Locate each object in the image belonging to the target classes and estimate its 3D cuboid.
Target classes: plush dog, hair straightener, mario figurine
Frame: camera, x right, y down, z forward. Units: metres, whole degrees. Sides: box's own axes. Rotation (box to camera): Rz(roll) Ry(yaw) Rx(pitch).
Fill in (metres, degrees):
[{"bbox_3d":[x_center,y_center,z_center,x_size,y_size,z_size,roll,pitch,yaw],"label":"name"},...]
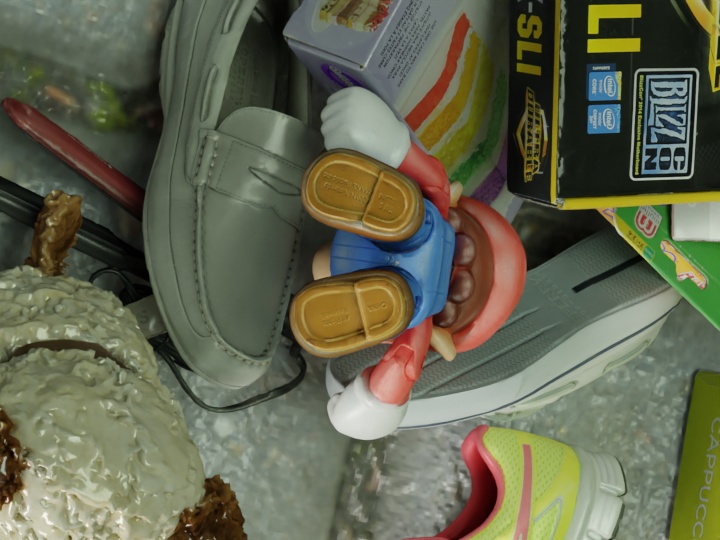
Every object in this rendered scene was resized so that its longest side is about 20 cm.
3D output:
[{"bbox_3d":[-0.124,0.066,1.215,0.199,0.172,0.161,17,103,-28],"label":"plush dog"},{"bbox_3d":[-0.103,0.005,1.324,0.200,0.041,0.077,35,95,-30],"label":"hair straightener"},{"bbox_3d":[0.000,0.000,1.266,0.106,0.200,0.124,42,94,12],"label":"mario figurine"}]

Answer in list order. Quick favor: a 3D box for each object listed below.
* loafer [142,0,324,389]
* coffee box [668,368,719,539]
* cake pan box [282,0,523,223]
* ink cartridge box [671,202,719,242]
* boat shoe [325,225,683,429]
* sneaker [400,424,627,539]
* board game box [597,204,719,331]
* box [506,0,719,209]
[{"bbox_3d":[-0.052,-0.047,1.279,0.070,0.070,0.201,21,55,-39],"label":"loafer"},{"bbox_3d":[0.277,0.164,1.430,0.197,0.200,0.201,10,88,-27],"label":"coffee box"},{"bbox_3d":[0.061,-0.137,1.336,0.201,0.052,0.184,-60,151,-14],"label":"cake pan box"},{"bbox_3d":[0.227,-0.105,1.409,0.175,0.045,0.202,3,83,-11],"label":"ink cartridge box"},{"bbox_3d":[0.073,0.043,1.390,0.199,0.074,0.067,-18,140,-24],"label":"boat shoe"},{"bbox_3d":[0.048,0.164,1.389,0.090,0.078,0.201,28,74,-17],"label":"sneaker"},{"bbox_3d":[0.174,-0.065,1.422,0.095,0.030,0.201,42,49,-23],"label":"board game box"},{"bbox_3d":[0.144,-0.132,1.284,0.159,0.049,0.202,-3,99,-25],"label":"box"}]
